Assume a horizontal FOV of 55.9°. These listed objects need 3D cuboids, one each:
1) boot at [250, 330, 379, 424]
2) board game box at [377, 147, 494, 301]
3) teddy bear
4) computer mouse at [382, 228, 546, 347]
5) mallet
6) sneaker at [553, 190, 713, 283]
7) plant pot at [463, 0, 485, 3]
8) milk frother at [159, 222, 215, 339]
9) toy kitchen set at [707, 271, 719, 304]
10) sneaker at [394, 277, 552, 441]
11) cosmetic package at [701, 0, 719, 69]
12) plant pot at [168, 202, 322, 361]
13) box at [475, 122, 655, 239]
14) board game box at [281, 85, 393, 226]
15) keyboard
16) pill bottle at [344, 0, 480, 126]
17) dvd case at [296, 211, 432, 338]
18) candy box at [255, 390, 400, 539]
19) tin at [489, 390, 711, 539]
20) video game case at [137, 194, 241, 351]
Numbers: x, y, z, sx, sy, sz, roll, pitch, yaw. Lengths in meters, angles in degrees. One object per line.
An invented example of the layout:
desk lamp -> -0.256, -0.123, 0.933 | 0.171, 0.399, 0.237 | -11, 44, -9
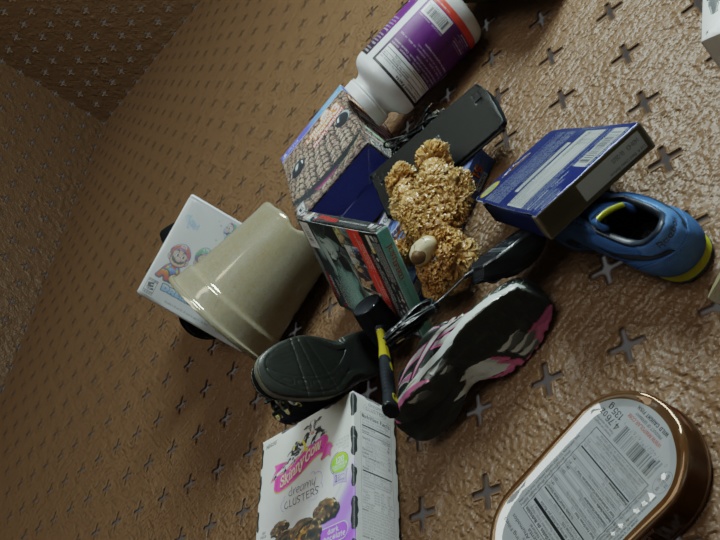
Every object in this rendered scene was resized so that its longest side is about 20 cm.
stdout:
boot -> -0.072, 0.139, 0.793 | 0.153, 0.202, 0.074 | -40, 68, 35
board game box -> 0.077, -0.065, 0.876 | 0.135, 0.034, 0.202 | 18, 79, 57
teddy bear -> 0.074, -0.065, 0.786 | 0.143, 0.067, 0.203 | -13, 60, 35
computer mouse -> 0.108, 0.020, 0.675 | 0.199, 0.034, 0.059 | -36, 4, -2
mallet -> 0.020, 0.084, 0.721 | 0.041, 0.066, 0.200 | -32, 12, 11
sneaker -> 0.222, -0.051, 0.624 | 0.067, 0.078, 0.200 | -60, 30, 3
plant pot -> 0.177, -0.455, 0.944 | 0.199, 0.185, 0.190 | -7, 58, 67
milk frother -> -0.248, -0.011, 1.225 | 0.197, 0.183, 0.188 | -17, 31, -14
toy kitchen set -> 0.369, -0.056, 0.445 | 0.162, 0.180, 0.202 | 30, 129, 23
sneaker -> 0.101, 0.075, 0.696 | 0.200, 0.080, 0.087 | -43, 24, 15
cosmetic package -> 0.394, -0.250, 0.566 | 0.199, 0.050, 0.084 | -17, 52, 48
plant pot -> -0.151, 0.009, 1.017 | 0.184, 0.200, 0.200 | -49, 31, -6
box -> 0.191, -0.093, 0.677 | 0.121, 0.032, 0.200 | -42, 12, 3
board game box -> -0.027, -0.158, 1.039 | 0.160, 0.096, 0.201 | -47, 34, 19
keyboard -> 0.098, -0.156, 0.873 | 0.199, 0.039, 0.105 | -36, 60, 29
pill bottle -> 0.072, -0.311, 0.989 | 0.200, 0.112, 0.113 | -44, 34, 9
dvd case -> 0.000, 0.000, 0.841 | 0.022, 0.148, 0.199 | -35, 24, -23
candy box -> -0.039, 0.261, 0.740 | 0.167, 0.071, 0.202 | -36, 39, 33
tin -> 0.180, 0.183, 0.532 | 0.201, 0.042, 0.112 | -53, 28, 12
video game case -> -0.235, 0.005, 1.115 | 0.184, 0.198, 0.024 | -60, 6, -2
